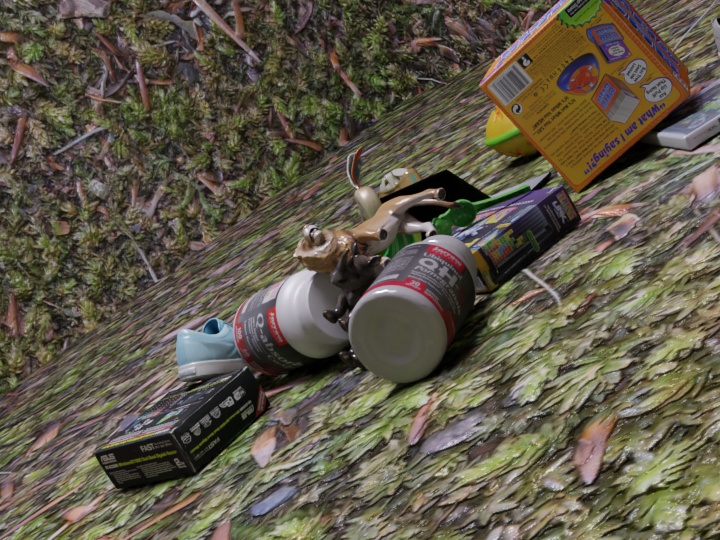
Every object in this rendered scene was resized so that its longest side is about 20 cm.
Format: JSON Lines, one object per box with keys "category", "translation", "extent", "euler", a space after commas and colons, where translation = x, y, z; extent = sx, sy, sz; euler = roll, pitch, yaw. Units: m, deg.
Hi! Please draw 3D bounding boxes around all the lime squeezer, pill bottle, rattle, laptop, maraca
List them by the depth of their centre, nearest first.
{"category": "pill bottle", "translation": [0.068, 0.034, 1.496], "extent": [0.110, 0.111, 0.200], "euler": [-26, 12, 28]}
{"category": "lime squeezer", "translation": [0.123, -0.054, 1.684], "extent": [0.200, 0.038, 0.070], "euler": [-35, 43, -23]}
{"category": "pill bottle", "translation": [-0.076, 0.064, 1.735], "extent": [0.116, 0.116, 0.200], "euler": [-39, 7, -33]}
{"category": "rattle", "translation": [-0.013, -0.054, 1.880], "extent": [0.142, 0.201, 0.130], "euler": [-27, 24, 10]}
{"category": "laptop", "translation": [0.144, -0.118, 1.977], "extent": [0.187, 0.116, 0.200], "euler": [-20, 15, 47]}
{"category": "maraca", "translation": [0.292, -0.254, 2.204], "extent": [0.199, 0.107, 0.137], "euler": [-25, 12, 35]}

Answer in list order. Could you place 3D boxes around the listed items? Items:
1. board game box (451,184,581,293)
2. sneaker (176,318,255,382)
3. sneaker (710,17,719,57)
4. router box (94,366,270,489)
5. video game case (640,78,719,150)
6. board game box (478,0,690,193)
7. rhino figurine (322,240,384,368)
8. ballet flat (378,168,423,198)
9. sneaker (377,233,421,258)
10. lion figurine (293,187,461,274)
{"category": "board game box", "translation": [0.161, -0.034, 1.698], "extent": [0.165, 0.057, 0.200], "euler": [-38, 12, -23]}
{"category": "sneaker", "translation": [-0.175, 0.103, 1.826], "extent": [0.074, 0.083, 0.200], "euler": [-15, -8, 30]}
{"category": "sneaker", "translation": [0.578, -0.353, 1.887], "extent": [0.199, 0.082, 0.075], "euler": [-20, 15, 50]}
{"category": "router box", "translation": [-0.230, 0.205, 1.716], "extent": [0.199, 0.062, 0.150], "euler": [-21, 14, 48]}
{"category": "video game case", "translation": [0.469, -0.218, 1.744], "extent": [0.181, 0.023, 0.200], "euler": [-33, 10, 0]}
{"category": "board game box", "translation": [0.312, -0.267, 1.837], "extent": [0.200, 0.200, 0.200], "euler": [-42, 5, 22]}
{"category": "rhino figurine", "translation": [0.001, 0.035, 1.575], "extent": [0.087, 0.201, 0.060], "euler": [-42, 55, -19]}
{"category": "ballet flat", "translation": [0.076, -0.167, 2.569], "extent": [0.068, 0.063, 0.200], "euler": [-35, 10, -18]}
{"category": "sneaker", "translation": [0.000, 0.000, 1.791], "extent": [0.083, 0.074, 0.200], "euler": [2, -48, -45]}
{"category": "lion figurine", "translation": [0.021, -0.048, 1.654], "extent": [0.199, 0.073, 0.122], "euler": [-25, 18, -37]}
